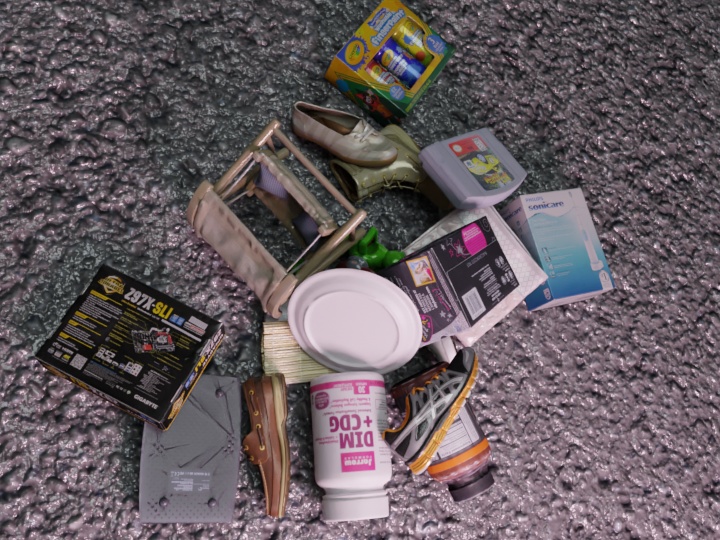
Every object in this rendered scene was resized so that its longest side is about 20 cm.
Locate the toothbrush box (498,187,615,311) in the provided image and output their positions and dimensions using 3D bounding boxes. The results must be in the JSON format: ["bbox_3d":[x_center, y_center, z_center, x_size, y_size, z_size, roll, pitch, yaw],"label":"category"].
[{"bbox_3d":[0.358,-0.040,1.270,0.146,0.085,0.201,-10,77,-24],"label":"toothbrush box"}]

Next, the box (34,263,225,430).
[{"bbox_3d":[-0.313,0.103,0.949,0.199,0.049,0.160,25,62,6],"label":"box"}]

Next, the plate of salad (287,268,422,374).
[{"bbox_3d":[-0.008,0.074,1.005,0.199,0.200,0.048,31,36,-9],"label":"plate of salad"}]

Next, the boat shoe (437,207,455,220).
[{"bbox_3d":[0.202,-0.171,1.260,0.070,0.071,0.202,28,65,-11],"label":"boat shoe"}]

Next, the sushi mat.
[{"bbox_3d":[-0.055,0.121,1.067,0.199,0.012,0.096,-3,88,-18],"label":"sushi mat"}]

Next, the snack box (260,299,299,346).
[{"bbox_3d":[-0.056,0.093,1.095,0.199,0.024,0.072,14,69,-17],"label":"snack box"}]

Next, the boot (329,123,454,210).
[{"bbox_3d":[0.059,-0.152,1.183,0.155,0.073,0.200,-33,71,-27],"label":"boot"}]

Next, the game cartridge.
[{"bbox_3d":[0.201,-0.174,1.183,0.199,0.041,0.133,-26,76,-43],"label":"game cartridge"}]

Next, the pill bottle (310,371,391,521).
[{"bbox_3d":[-0.013,0.256,1.006,0.113,0.113,0.201,2,72,-21],"label":"pill bottle"}]

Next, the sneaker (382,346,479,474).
[{"bbox_3d":[0.105,0.187,0.987,0.077,0.078,0.200,31,66,9],"label":"sneaker"}]

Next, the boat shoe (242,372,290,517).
[{"bbox_3d":[-0.136,0.250,0.990,0.067,0.072,0.202,-4,76,-4],"label":"boat shoe"}]

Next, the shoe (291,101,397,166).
[{"bbox_3d":[-0.030,-0.230,1.157,0.199,0.054,0.070,23,54,14],"label":"shoe"}]

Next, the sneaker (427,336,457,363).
[{"bbox_3d":[0.102,0.095,1.144,0.084,0.073,0.201,-25,86,7],"label":"sneaker"}]

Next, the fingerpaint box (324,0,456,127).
[{"bbox_3d":[0.058,-0.385,1.275,0.167,0.073,0.200,38,63,-6],"label":"fingerpaint box"}]

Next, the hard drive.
[{"bbox_3d":[-0.237,0.246,0.962,0.134,0.042,0.201,7,69,-20],"label":"hard drive"}]

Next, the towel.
[{"bbox_3d":[0.192,-0.003,1.182,0.191,0.032,0.200,-39,89,-2],"label":"towel"}]

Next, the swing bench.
[{"bbox_3d":[-0.127,-0.072,1.019,0.200,0.130,0.199,-43,81,-7],"label":"swing bench"}]

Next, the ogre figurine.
[{"bbox_3d":[0.000,0.000,1.102,0.120,0.199,0.098,-59,143,-31],"label":"ogre figurine"}]

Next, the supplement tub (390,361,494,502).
[{"bbox_3d":[0.133,0.251,1.071,0.106,0.107,0.201,-22,82,-26],"label":"supplement tub"}]

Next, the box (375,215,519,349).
[{"bbox_3d":[0.137,0.017,1.055,0.200,0.114,0.133,-28,92,-52],"label":"box"}]
